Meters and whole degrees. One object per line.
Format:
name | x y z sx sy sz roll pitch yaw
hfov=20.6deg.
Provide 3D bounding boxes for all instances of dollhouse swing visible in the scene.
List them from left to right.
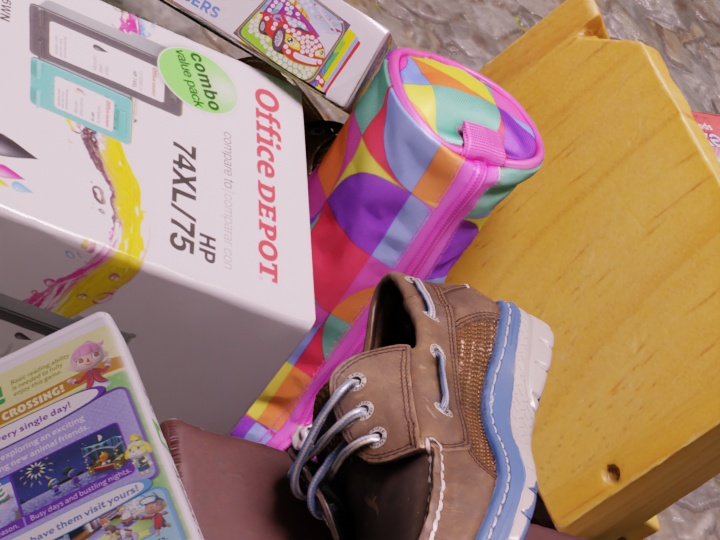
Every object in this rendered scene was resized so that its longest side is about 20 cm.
dollhouse swing | 0.129 0.012 0.938 0.175 0.181 0.201 13 46 -53

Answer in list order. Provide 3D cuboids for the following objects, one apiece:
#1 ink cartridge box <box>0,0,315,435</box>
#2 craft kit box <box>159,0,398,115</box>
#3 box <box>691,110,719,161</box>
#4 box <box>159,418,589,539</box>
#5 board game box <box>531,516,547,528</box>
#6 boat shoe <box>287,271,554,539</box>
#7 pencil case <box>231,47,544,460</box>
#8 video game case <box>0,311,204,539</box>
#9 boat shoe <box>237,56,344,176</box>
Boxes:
ink cartridge box | -0.139 -0.017 0.810 0.199 0.146 0.148 21 40 -24
craft kit box | -0.075 -0.138 0.934 0.197 0.049 0.200 34 4 1
box | 0.182 -0.024 1.139 0.199 0.095 0.103 4 48 -38
box | -0.011 0.184 0.688 0.198 0.165 0.167 19 40 -24
board game box | 0.098 0.179 0.834 0.200 0.020 0.103 40 40 15
boat shoe | 0.013 0.065 0.648 0.072 0.073 0.200 28 26 -5
pencil case | 0.000 0.000 0.878 0.088 0.201 0.089 24 29 -14
video game case | -0.139 0.119 0.599 0.199 0.022 0.183 -25 47 -3
boat shoe | -0.016 -0.044 1.012 0.071 0.068 0.201 0 50 -39
